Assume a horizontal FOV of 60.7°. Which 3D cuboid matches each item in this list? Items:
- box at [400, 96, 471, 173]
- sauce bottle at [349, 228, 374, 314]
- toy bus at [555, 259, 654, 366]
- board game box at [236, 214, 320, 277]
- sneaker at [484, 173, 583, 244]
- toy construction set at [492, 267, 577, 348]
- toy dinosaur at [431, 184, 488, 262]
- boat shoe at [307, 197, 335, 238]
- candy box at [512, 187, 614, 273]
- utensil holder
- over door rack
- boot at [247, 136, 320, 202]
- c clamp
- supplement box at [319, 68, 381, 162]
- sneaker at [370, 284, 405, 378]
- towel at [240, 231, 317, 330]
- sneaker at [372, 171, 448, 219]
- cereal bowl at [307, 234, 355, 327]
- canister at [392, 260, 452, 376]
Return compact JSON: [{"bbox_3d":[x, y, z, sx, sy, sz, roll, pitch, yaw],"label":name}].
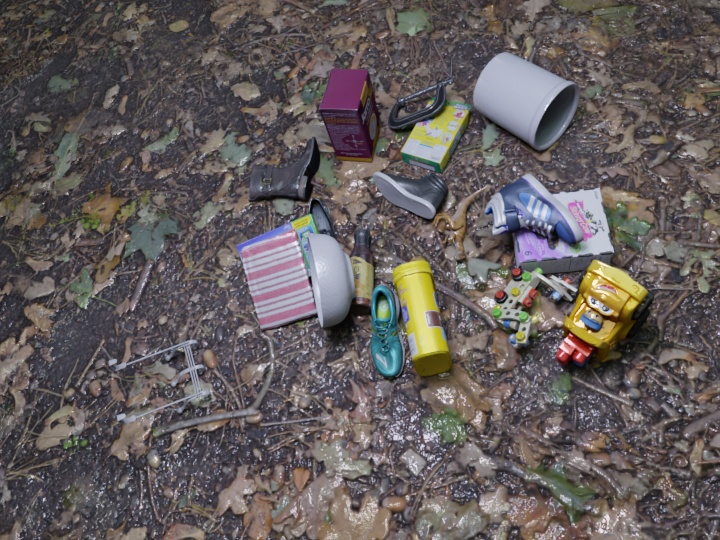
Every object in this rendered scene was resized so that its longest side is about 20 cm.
[{"bbox_3d":[0.197,-0.353,1.572,0.116,0.048,0.201,21,71,23],"label":"box"},{"bbox_3d":[0.000,0.000,1.420,0.065,0.066,0.202,-5,60,10],"label":"sauce bottle"},{"bbox_3d":[0.452,0.100,1.192,0.135,0.200,0.192,38,83,28],"label":"toy bus"},{"bbox_3d":[-0.181,-0.032,1.452,0.198,0.029,0.136,-22,85,10],"label":"board game box"},{"bbox_3d":[0.356,-0.098,1.306,0.146,0.081,0.201,-36,63,3],"label":"sneaker"},{"bbox_3d":[0.355,0.066,1.286,0.199,0.093,0.131,-39,36,-18],"label":"toy construction set"},{"bbox_3d":[0.226,-0.114,1.442,0.105,0.060,0.203,14,73,-3],"label":"toy dinosaur"},{"bbox_3d":[-0.097,-0.090,1.487,0.073,0.066,0.202,-6,62,8],"label":"boat shoe"},{"bbox_3d":[0.439,-0.085,1.358,0.197,0.072,0.170,-6,61,10],"label":"candy box"},{"bbox_3d":[0.397,-0.412,1.491,0.170,0.170,0.200,-43,59,-12],"label":"utensil holder"},{"bbox_3d":[-0.448,0.250,1.376,0.198,0.067,0.149,-14,58,-19],"label":"over door rack"},{"bbox_3d":[-0.203,-0.267,1.604,0.172,0.069,0.202,6,66,15],"label":"boot"},{"bbox_3d":[0.159,-0.448,1.610,0.198,0.027,0.173,-19,50,28],"label":"c clamp"},{"bbox_3d":[-0.021,-0.388,1.552,0.102,0.201,0.132,7,65,16],"label":"supplement box"},{"bbox_3d":[0.049,0.130,1.320,0.076,0.080,0.203,-9,77,10],"label":"sneaker"},{"bbox_3d":[-0.188,0.024,1.426,0.145,0.030,0.203,-16,88,10],"label":"towel"},{"bbox_3d":[0.128,-0.206,1.502,0.199,0.071,0.099,32,63,28],"label":"sneaker"},{"bbox_3d":[-0.060,0.017,1.324,0.082,0.201,0.202,-10,60,-8],"label":"cereal bowl"},{"bbox_3d":[0.131,0.103,1.287,0.085,0.149,0.202,-13,62,6],"label":"canister"}]
